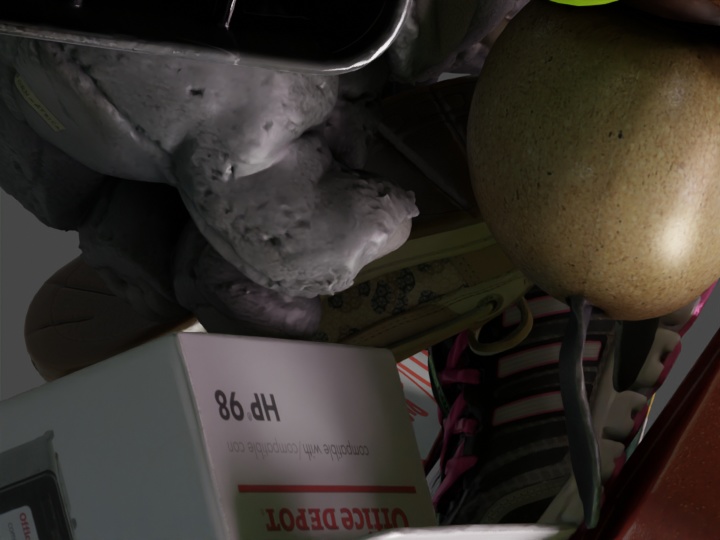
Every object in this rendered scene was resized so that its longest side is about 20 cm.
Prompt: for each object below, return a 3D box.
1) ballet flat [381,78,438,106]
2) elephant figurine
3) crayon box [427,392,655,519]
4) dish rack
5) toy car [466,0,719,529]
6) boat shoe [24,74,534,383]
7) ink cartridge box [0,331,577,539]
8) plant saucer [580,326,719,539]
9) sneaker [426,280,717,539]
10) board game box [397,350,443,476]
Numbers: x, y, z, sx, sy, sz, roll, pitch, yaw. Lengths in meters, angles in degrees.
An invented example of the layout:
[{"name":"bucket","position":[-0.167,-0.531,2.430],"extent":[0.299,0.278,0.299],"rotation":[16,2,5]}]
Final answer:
[{"name":"ballet flat","position":[-0.003,-0.040,0.952],"extent":[0.073,0.073,0.201],"rotation":[-28,137,-54]},{"name":"elephant figurine","position":[-0.009,-0.088,0.819],"extent":[0.200,0.141,0.155],"rotation":[-50,175,-23]},{"name":"crayon box","position":[0.032,0.118,1.091],"extent":[0.201,0.051,0.126],"rotation":[-58,180,24]},{"name":"dish rack","position":[-0.046,-0.151,0.662],"extent":[0.152,0.055,0.201],"rotation":[6,115,-23]},{"name":"toy car","position":[0.091,-0.037,0.764],"extent":[0.164,0.157,0.201],"rotation":[-54,159,-64]},{"name":"boat shoe","position":[0.000,0.000,0.893],"extent":[0.199,0.073,0.063],"rotation":[-21,127,0]},{"name":"ink cartridge box","position":[-0.057,0.067,0.781],"extent":[0.116,0.199,0.067],"rotation":[7,64,-62]},{"name":"plant saucer","position":[0.088,0.075,0.854],"extent":[0.200,0.037,0.200],"rotation":[-52,174,-47]},{"name":"sneaker","position":[0.045,0.035,0.938],"extent":[0.201,0.087,0.074],"rotation":[-60,178,-25]},{"name":"board game box","position":[0.063,-0.026,1.084],"extent":[0.200,0.046,0.152],"rotation":[-53,173,-22]}]
